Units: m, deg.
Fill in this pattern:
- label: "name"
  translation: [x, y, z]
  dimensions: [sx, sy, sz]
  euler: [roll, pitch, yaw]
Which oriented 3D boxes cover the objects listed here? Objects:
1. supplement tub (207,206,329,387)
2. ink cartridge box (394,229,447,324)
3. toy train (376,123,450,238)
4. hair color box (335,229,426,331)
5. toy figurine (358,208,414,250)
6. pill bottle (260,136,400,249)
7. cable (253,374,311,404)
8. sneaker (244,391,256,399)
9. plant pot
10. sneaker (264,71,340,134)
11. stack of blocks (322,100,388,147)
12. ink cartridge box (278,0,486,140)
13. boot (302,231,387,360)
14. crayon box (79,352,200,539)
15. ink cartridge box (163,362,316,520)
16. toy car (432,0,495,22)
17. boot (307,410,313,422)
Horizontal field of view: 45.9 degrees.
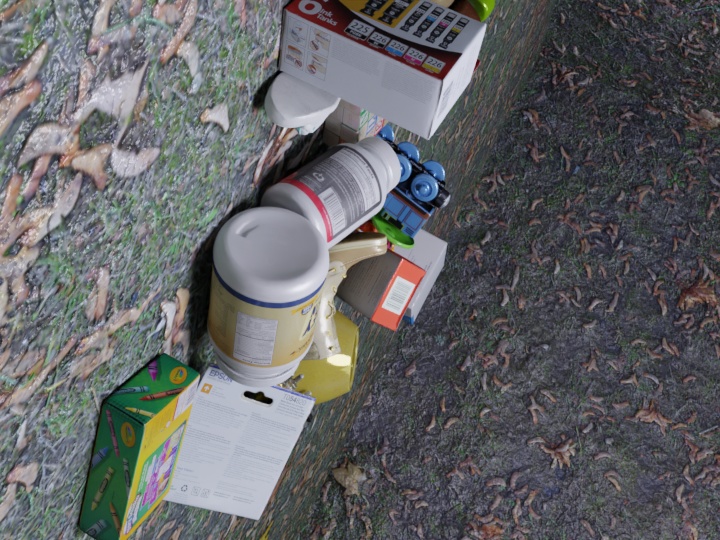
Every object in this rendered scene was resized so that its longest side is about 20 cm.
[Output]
- label: "supplement tub"
  translation: [-0.121, 0.038, 1.073]
  dimensions: [0.145, 0.142, 0.202]
  euler: [-54, 166, -43]
- label: "ink cartridge box"
  translation: [0.047, -0.018, 1.632]
  dimensions: [0.146, 0.197, 0.147]
  euler: [-60, 169, -11]
- label: "toy train"
  translation: [0.050, -0.151, 1.381]
  dimensions: [0.115, 0.198, 0.087]
  euler: [-52, -177, 32]
- label: "hair color box"
  translation: [0.000, 0.000, 1.278]
  dimensions: [0.061, 0.199, 0.103]
  euler: [25, 96, -42]
- label: "toy figurine"
  translation: [-0.009, -0.030, 1.459]
  dimensions: [0.148, 0.201, 0.186]
  euler: [16, 118, -36]
- label: "pill bottle"
  translation: [-0.033, -0.104, 1.154]
  dimensions: [0.199, 0.110, 0.112]
  euler: [-38, 155, -38]
- label: "cable"
  translation: [-0.163, 0.219, 1.273]
  dimensions: [0.098, 0.197, 0.051]
  euler: [57, 11, -46]
- label: "sneaker"
  translation: [-0.189, 0.196, 1.349]
  dimensions: [0.202, 0.066, 0.091]
  euler: [94, 8, -50]
- label: "plant pot"
  translation: [-0.078, 0.132, 1.356]
  dimensions: [0.200, 0.139, 0.205]
  euler: [8, 90, -85]
- label: "sneaker"
  translation: [-0.065, -0.198, 1.033]
  dimensions: [0.089, 0.075, 0.200]
  euler: [-57, 177, 34]
- label: "stack of blocks"
  translation: [0.008, -0.272, 1.204]
  dimensions: [0.116, 0.058, 0.202]
  euler: [-50, 163, -34]
- label: "ink cartridge box"
  translation: [0.033, -0.268, 0.979]
  dimensions: [0.177, 0.197, 0.085]
  euler: [-55, 166, -40]
- label: "boot"
  translation: [-0.042, 0.038, 1.197]
  dimensions: [0.073, 0.196, 0.159]
  euler: [-74, 148, -81]
- label: "crayon box"
  translation: [-0.262, 0.214, 1.007]
  dimensions: [0.119, 0.057, 0.203]
  euler: [-46, 159, -60]
- label: "ink cartridge box"
  translation: [-0.182, 0.237, 1.192]
  dimensions: [0.198, 0.040, 0.203]
  euler: [26, 93, -38]
- label: "toy car"
  translation: [0.084, -0.404, 1.213]
  dimensions: [0.166, 0.156, 0.201]
  euler: [-55, 140, -24]
- label: "boot"
  translation: [-0.104, 0.182, 1.574]
  dimensions: [0.133, 0.069, 0.202]
  euler: [-58, 150, -30]
